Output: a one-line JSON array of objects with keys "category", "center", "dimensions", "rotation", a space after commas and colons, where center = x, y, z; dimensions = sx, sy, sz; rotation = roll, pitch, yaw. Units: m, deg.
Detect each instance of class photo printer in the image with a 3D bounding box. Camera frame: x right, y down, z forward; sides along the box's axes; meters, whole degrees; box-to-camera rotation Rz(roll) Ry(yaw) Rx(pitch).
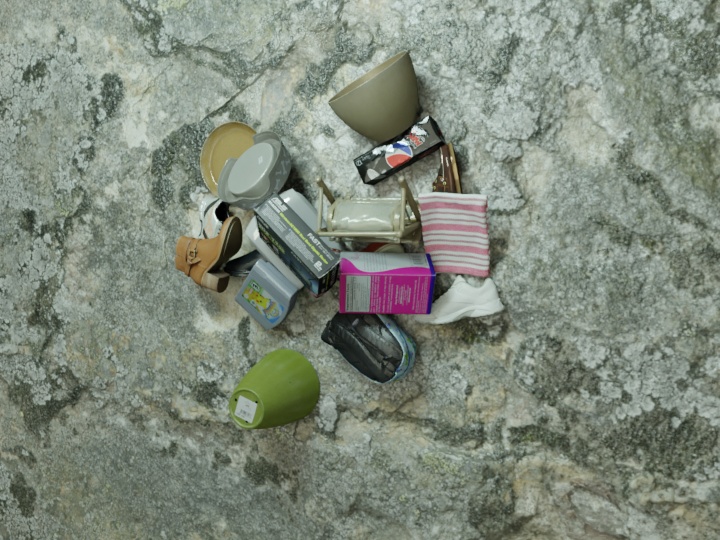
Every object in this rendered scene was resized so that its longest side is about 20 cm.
[{"category": "photo printer", "center": [-0.157, -0.078, 1.243], "dimensions": [0.166, 0.069, 0.200], "rotation": [-41, 104, 0]}]

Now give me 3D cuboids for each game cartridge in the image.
[{"category": "game cartridge", "center": [-0.228, 0.067, 1.288], "dimensions": [0.133, 0.041, 0.200], "rotation": [39, 140, -2]}]

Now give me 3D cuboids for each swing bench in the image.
[{"category": "swing bench", "center": [0.025, -0.119, 1.151], "dimensions": [0.197, 0.200, 0.131], "rotation": [2, 86, 20]}]

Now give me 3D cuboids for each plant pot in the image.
[{"category": "plant pot", "center": [-0.321, -0.277, 1.360], "dimensions": [0.198, 0.027, 0.202], "rotation": [1, 94, 20]}, {"category": "plant pot", "center": [-0.222, 0.303, 1.278], "dimensions": [0.186, 0.200, 0.189], "rotation": [2, 95, 19]}, {"category": "plant pot", "center": [0.046, -0.360, 1.151], "dimensions": [0.199, 0.201, 0.135], "rotation": [-25, 113, 20]}]

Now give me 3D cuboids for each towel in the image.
[{"category": "towel", "center": [0.203, -0.074, 1.138], "dimensions": [0.145, 0.030, 0.201], "rotation": [3, 126, 20]}]

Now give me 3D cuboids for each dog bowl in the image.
[{"category": "dog bowl", "center": [-0.245, -0.229, 1.244], "dimensions": [0.199, 0.059, 0.201], "rotation": [-20, 52, 28]}]

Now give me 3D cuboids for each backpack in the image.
[{"category": "backpack", "center": [0.034, 0.165, 1.215], "dimensions": [0.200, 0.153, 0.164], "rotation": [42, 101, 37]}]

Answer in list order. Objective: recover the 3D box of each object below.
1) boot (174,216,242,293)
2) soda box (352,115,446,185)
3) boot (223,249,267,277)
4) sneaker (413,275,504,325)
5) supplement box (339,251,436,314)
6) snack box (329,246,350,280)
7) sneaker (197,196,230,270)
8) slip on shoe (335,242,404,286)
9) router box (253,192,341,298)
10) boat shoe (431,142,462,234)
[{"category": "boot", "center": [-0.379, -0.059, 1.299], "dimensions": [0.154, 0.074, 0.201], "rotation": [25, 102, 22]}, {"category": "soda box", "center": [0.088, -0.265, 1.189], "dimensions": [0.199, 0.071, 0.064], "rotation": [-27, 86, 19]}, {"category": "boot", "center": [-0.248, -0.068, 1.321], "dimensions": [0.198, 0.076, 0.170], "rotation": [2, 98, 13]}, {"category": "sneaker", "center": [0.211, 0.065, 1.178], "dimensions": [0.198, 0.078, 0.100], "rotation": [-13, 83, 11]}, {"category": "supplement box", "center": [0.053, 0.026, 1.144], "dimensions": [0.198, 0.101, 0.104], "rotation": [3, 119, -2]}, {"category": "snack box", "center": [0.000, 0.000, 1.205], "dimensions": [0.198, 0.024, 0.072], "rotation": [14, 124, -9]}, {"category": "sneaker", "center": [-0.371, -0.090, 1.359], "dimensions": [0.080, 0.073, 0.202], "rotation": [2, 96, 38]}, {"category": "slip on shoe", "center": [0.012, -0.019, 1.244], "dimensions": [0.199, 0.061, 0.074], "rotation": [-28, 124, 19]}, {"category": "router box", "center": [-0.131, -0.048, 1.104], "dimensions": [0.062, 0.150, 0.200], "rotation": [-42, 80, -17]}, {"category": "boat shoe", "center": [0.190, -0.175, 1.159], "dimensions": [0.070, 0.070, 0.202], "rotation": [-10, 91, 15]}]
